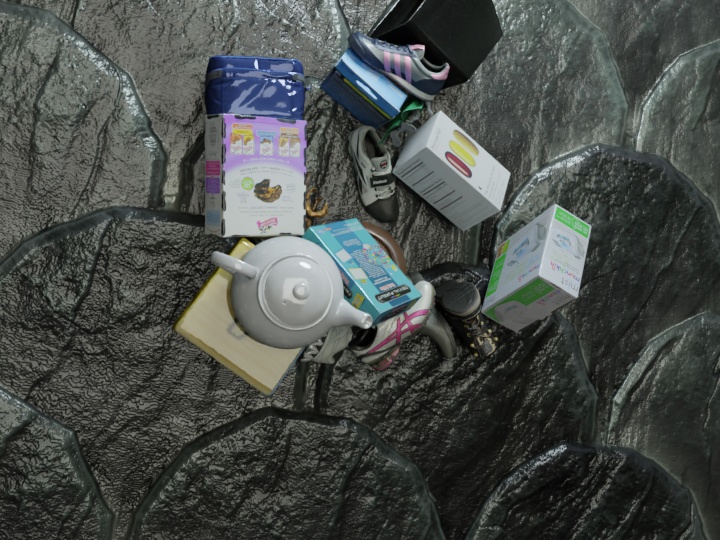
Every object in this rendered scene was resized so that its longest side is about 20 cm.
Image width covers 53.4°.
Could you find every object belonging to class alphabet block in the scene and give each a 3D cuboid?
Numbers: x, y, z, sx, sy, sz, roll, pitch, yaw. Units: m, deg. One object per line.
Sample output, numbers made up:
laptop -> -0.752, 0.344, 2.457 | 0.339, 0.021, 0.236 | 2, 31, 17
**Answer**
alphabet block -> -0.198, 0.083, 1.283 | 0.200, 0.195, 0.197 | 37, 76, -10

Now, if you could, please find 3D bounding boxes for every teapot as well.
teapot -> -0.113, 0.032, 1.137 | 0.199, 0.146, 0.199 | -22, 93, -15

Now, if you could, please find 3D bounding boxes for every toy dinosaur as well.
toy dinosaur -> -0.120, -0.101, 1.362 | 0.106, 0.061, 0.201 | 15, 51, 12

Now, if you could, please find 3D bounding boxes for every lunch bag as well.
lunch bag -> -0.189, -0.332, 1.335 | 0.198, 0.136, 0.133 | -2, 88, -15

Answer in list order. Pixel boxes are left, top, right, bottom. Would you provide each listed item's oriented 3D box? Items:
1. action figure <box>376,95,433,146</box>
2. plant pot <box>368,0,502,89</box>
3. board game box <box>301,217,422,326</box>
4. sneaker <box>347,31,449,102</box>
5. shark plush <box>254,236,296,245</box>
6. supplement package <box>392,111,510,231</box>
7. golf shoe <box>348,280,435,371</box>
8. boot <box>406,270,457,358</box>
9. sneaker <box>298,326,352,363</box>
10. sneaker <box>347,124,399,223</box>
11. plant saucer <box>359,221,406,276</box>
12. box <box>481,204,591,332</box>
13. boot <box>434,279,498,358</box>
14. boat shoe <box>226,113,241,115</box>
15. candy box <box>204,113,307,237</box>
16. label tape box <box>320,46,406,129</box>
action figure -> 0.102, -0.311, 1.414 | 0.055, 0.118, 0.200 | 47, 35, -15
plant pot -> 0.160, -0.475, 1.422 | 0.177, 0.200, 0.200 | 42, 77, -21
board game box -> 0.000, 0.000, 1.292 | 0.200, 0.047, 0.151 | 51, 32, 15
sneaker -> 0.074, -0.399, 1.327 | 0.199, 0.082, 0.070 | 27, 35, -19
shark plush -> -0.160, -0.066, 1.378 | 0.083, 0.091, 0.200 | -42, 72, -14
supplement package -> 0.181, -0.193, 1.417 | 0.200, 0.109, 0.114 | 36, 52, -19
golf shoe -> 0.063, 0.097, 1.362 | 0.092, 0.073, 0.200 | 35, 95, -31
boot -> 0.100, 0.111, 1.442 | 0.130, 0.068, 0.201 | -30, 93, -5
sneaker -> -0.045, 0.099, 1.358 | 0.081, 0.075, 0.200 | 22, 120, -23
sneaker -> 0.031, -0.190, 1.418 | 0.074, 0.088, 0.201 | -23, 95, -17
plant saucer -> -0.007, 0.000, 1.398 | 0.199, 0.034, 0.202 | 0, 82, -2
box -> 0.346, 0.001, 1.413 | 0.096, 0.200, 0.177 | 29, 59, -11
boot -> 0.217, 0.100, 1.402 | 0.073, 0.200, 0.151 | -36, 102, -7
boat shoe -> -0.196, -0.215, 1.309 | 0.074, 0.200, 0.063 | -6, 62, 20
candy box -> -0.179, -0.159, 1.227 | 0.167, 0.071, 0.202 | -4, 98, -40
label tape box -> 0.011, -0.348, 1.359 | 0.143, 0.200, 0.066 | 38, 81, -11
